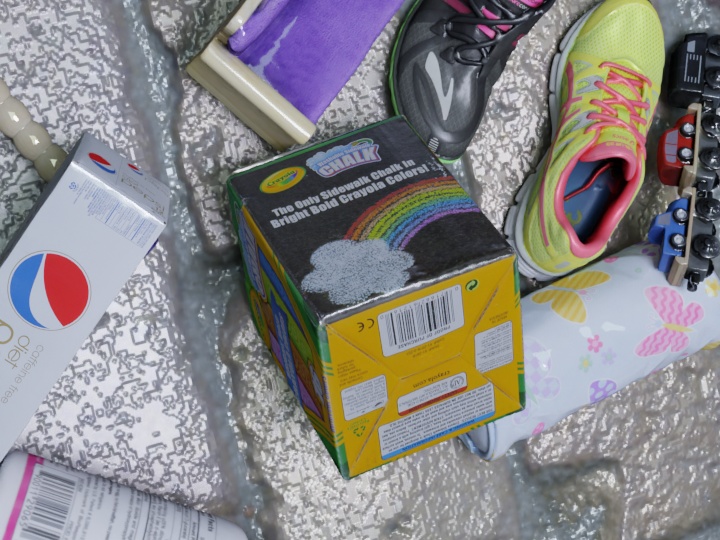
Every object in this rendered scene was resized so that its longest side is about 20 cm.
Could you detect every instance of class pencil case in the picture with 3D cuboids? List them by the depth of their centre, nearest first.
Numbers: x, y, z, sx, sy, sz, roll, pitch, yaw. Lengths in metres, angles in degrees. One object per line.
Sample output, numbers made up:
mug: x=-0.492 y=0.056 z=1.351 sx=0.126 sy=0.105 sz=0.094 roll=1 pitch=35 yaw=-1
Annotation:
pencil case: x=0.146 y=0.050 z=0.960 sx=0.198 sy=0.083 sz=0.092 roll=-26 pitch=119 yaw=-14

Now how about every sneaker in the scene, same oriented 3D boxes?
sneaker: x=0.077 y=-0.167 z=0.931 sx=0.076 sy=0.084 sz=0.203 roll=22 pitch=85 yaw=-16
sneaker: x=0.162 y=-0.088 z=0.957 sx=0.077 sy=0.090 sz=0.203 roll=18 pitch=85 yaw=-15

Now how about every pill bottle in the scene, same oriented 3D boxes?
pill bottle: x=-0.131 y=0.190 z=0.856 sx=0.198 sy=0.113 sz=0.115 roll=21 pitch=86 yaw=-11

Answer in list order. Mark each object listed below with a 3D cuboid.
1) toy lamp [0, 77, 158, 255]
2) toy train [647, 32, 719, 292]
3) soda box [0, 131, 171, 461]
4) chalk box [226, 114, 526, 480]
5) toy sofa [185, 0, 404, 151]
toy lamp: x=-0.197 y=-0.082 z=0.865 sx=0.058 sy=0.058 sz=0.201 roll=-43 pitch=104 yaw=-11
toy train: x=0.218 y=-0.077 z=0.965 sx=0.045 sy=0.034 sz=0.202 roll=9 pitch=60 yaw=5
soda box: x=-0.188 y=0.025 z=0.831 sx=0.063 sy=0.068 sz=0.201 roll=34 pitch=103 yaw=-15
chalk box: x=0.000 y=0.000 z=0.876 sx=0.123 sy=0.201 sz=0.125 roll=-19 pitch=130 yaw=-13
toy sofa: x=-0.011 y=-0.176 z=0.887 sx=0.083 sy=0.097 sz=0.201 roll=39 pitch=73 yaw=-14
